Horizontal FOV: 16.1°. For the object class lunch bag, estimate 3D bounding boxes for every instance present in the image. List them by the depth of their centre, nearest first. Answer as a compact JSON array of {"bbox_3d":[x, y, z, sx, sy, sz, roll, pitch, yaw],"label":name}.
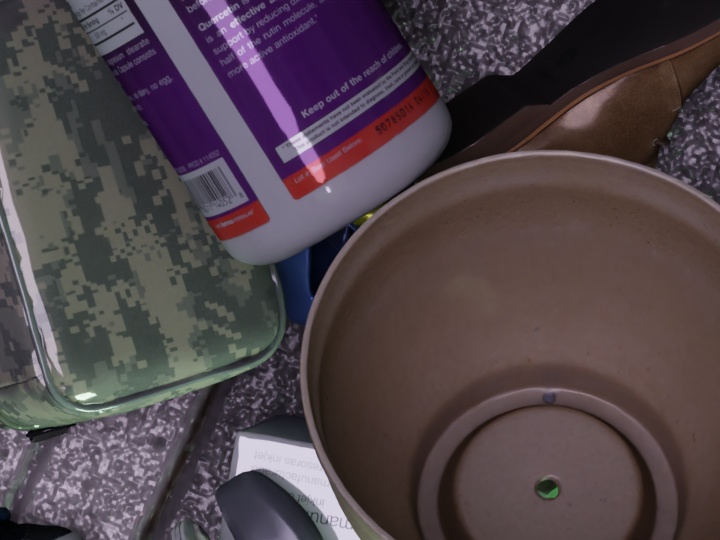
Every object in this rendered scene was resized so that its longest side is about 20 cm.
[{"bbox_3d":[-0.143,-0.027,1.160,0.139,0.168,0.200,-17,89,-35],"label":"lunch bag"}]

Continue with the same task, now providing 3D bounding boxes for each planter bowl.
[{"bbox_3d":[0.079,0.070,1.052,0.200,0.135,0.201,-2,60,3],"label":"planter bowl"}]

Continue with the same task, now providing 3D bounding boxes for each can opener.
[{"bbox_3d":[-0.016,0.183,1.101,0.066,0.053,0.200,-32,86,7],"label":"can opener"}]

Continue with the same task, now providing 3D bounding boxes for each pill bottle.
[{"bbox_3d":[-0.055,-0.110,1.065,0.112,0.112,0.200,-31,99,9],"label":"pill bottle"}]

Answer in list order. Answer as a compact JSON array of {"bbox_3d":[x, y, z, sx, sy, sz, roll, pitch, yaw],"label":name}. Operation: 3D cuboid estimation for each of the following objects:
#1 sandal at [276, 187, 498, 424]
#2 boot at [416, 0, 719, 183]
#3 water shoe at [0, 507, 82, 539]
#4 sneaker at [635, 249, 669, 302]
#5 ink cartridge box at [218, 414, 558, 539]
[{"bbox_3d":[0.000,0.000,1.180,0.087,0.079,0.200,-37,81,24],"label":"sandal"},{"bbox_3d":[0.121,-0.077,1.168,0.200,0.074,0.076,-32,115,4],"label":"boot"},{"bbox_3d":[-0.231,0.119,1.217,0.200,0.072,0.079,-3,88,9],"label":"water shoe"},{"bbox_3d":[0.189,0.032,1.128,0.200,0.085,0.075,30,95,-2],"label":"sneaker"},{"bbox_3d":[0.002,0.179,1.169,0.145,0.088,0.200,11,94,9],"label":"ink cartridge box"}]
